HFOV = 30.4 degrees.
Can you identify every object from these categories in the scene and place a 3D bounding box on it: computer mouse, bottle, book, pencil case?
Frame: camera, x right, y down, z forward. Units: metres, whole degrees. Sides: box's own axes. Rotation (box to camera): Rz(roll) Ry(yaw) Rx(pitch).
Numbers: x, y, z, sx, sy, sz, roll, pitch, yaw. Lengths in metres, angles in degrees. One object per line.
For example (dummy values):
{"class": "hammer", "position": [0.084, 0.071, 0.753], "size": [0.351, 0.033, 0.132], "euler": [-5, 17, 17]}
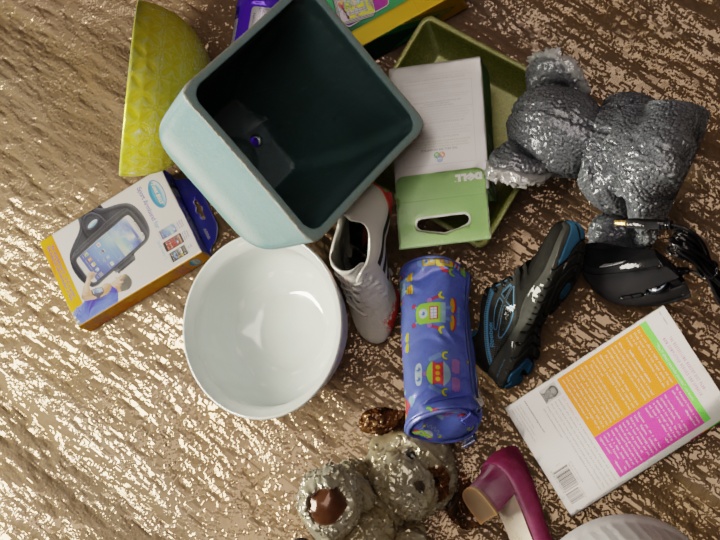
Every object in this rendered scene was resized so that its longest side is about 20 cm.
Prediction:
{"class": "computer mouse", "position": [0.276, -0.004, 1.330], "size": [0.199, 0.140, 0.046], "euler": [11, 64, 49]}
{"class": "bottle", "position": [-0.123, -0.220, 1.533], "size": [0.065, 0.084, 0.202], "euler": [7, 81, 9]}
{"class": "book", "position": [0.270, 0.148, 1.387], "size": [0.199, 0.048, 0.134], "euler": [-33, 76, 7]}
{"class": "pencil case", "position": [0.084, 0.082, 1.389], "size": [0.086, 0.078, 0.202], "euler": [-13, 57, 19]}

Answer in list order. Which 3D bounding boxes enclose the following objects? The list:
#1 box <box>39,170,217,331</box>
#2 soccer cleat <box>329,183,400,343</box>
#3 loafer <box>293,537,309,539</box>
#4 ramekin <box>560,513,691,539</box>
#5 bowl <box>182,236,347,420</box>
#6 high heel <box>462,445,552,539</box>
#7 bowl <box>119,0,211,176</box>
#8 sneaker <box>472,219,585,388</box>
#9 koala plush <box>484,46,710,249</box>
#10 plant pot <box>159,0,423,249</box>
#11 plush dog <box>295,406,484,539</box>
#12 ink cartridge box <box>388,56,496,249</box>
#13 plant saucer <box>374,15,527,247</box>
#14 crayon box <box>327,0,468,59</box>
{"class": "box", "position": [-0.268, -0.030, 1.557], "size": [0.199, 0.041, 0.120], "euler": [-31, 74, 9]}
{"class": "soccer cleat", "position": [0.000, 0.000, 1.420], "size": [0.068, 0.085, 0.202], "euler": [18, 127, 26]}
{"class": "loafer", "position": [-0.035, 0.386, 1.414], "size": [0.063, 0.072, 0.201], "euler": [-41, 66, 24]}
{"class": "ramekin", "position": [0.269, 0.347, 1.288], "size": [0.198, 0.098, 0.203], "euler": [0, 92, -4]}
{"class": "bowl", "position": [-0.091, 0.064, 1.460], "size": [0.199, 0.090, 0.203], "euler": [-4, 81, 24]}
{"class": "high heel", "position": [0.189, 0.282, 1.387], "size": [0.200, 0.096, 0.067], "euler": [51, 136, 4]}
{"class": "bowl", "position": [-0.213, -0.202, 1.514], "size": [0.107, 0.200, 0.202], "euler": [6, 80, -9]}
{"class": "sneaker", "position": [0.167, 0.027, 1.392], "size": [0.082, 0.073, 0.201], "euler": [38, 117, 28]}
{"class": "koala plush", "position": [0.239, -0.132, 1.363], "size": [0.199, 0.184, 0.179], "euler": [25, 85, 9]}
{"class": "plant pot", "position": [-0.094, -0.140, 1.389], "size": [0.196, 0.200, 0.196], "euler": [48, 62, -10]}
{"class": "plush dog", "position": [0.033, 0.241, 1.398], "size": [0.172, 0.160, 0.200], "euler": [-45, 100, -12]}
{"class": "ink cartridge box", "position": [0.090, -0.121, 1.424], "size": [0.103, 0.059, 0.202], "euler": [-6, 79, 14]}
{"class": "plant saucer", "position": [0.108, -0.152, 1.481], "size": [0.199, 0.048, 0.201], "euler": [31, 89, 17]}
{"class": "crayon box", "position": [0.005, -0.355, 1.540], "size": [0.171, 0.058, 0.201], "euler": [-27, 75, 7]}
